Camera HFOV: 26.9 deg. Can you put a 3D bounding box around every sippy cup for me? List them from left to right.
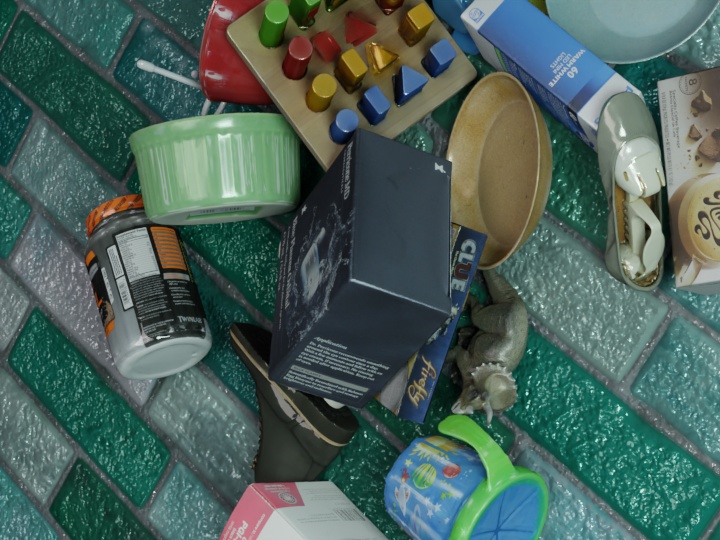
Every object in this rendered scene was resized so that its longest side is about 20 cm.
[{"bbox_3d":[0.097,0.234,1.509,0.130,0.139,0.179,29,98,37],"label":"sippy cup"}]

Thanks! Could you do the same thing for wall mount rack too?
[{"bbox_3d":[-0.175,-0.274,1.758,0.074,0.174,0.202,27,99,11],"label":"wall mount rack"}]

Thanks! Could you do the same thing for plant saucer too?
[{"bbox_3d":[0.146,-0.101,1.544,0.200,0.035,0.203,-177,90,-66],"label":"plant saucer"},{"bbox_3d":[0.282,-0.297,1.504,0.199,0.039,0.203,-9,72,30],"label":"plant saucer"}]

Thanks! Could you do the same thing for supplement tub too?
[{"bbox_3d":[-0.259,0.019,1.808,0.122,0.122,0.202,-32,65,28],"label":"supplement tub"}]

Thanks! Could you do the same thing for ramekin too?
[{"bbox_3d":[-0.160,-0.111,1.714,0.198,0.199,0.099,-9,85,34],"label":"ramekin"}]

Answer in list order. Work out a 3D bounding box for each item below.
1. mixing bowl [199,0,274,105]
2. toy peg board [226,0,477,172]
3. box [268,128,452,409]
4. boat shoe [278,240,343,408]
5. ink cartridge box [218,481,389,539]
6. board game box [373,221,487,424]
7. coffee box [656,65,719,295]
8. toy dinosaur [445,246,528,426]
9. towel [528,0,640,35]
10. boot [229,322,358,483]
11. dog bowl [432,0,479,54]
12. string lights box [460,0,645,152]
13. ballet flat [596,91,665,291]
[{"bbox_3d":[-0.089,-0.266,1.702,0.108,0.200,0.202,23,97,14],"label":"mixing bowl"},{"bbox_3d":[-0.004,-0.239,1.577,0.199,0.098,0.200,-36,87,-12],"label":"toy peg board"},{"bbox_3d":[0.000,0.000,1.545,0.200,0.116,0.198,-50,29,46],"label":"box"},{"bbox_3d":[-0.035,0.049,1.674,0.059,0.072,0.202,-26,73,24],"label":"boat shoe"},{"bbox_3d":[-0.030,0.314,1.582,0.200,0.146,0.083,41,108,33],"label":"ink cartridge box"},{"bbox_3d":[0.062,0.044,1.563,0.202,0.034,0.135,-71,20,4],"label":"board game box"},{"bbox_3d":[0.351,-0.086,1.406,0.112,0.079,0.202,-9,78,36],"label":"coffee box"},{"bbox_3d":[0.136,0.074,1.552,0.102,0.077,0.201,6,61,38],"label":"toy dinosaur"},{"bbox_3d":[0.200,-0.294,1.585,0.200,0.018,0.086,44,109,32],"label":"towel"},{"bbox_3d":[-0.107,0.167,1.709,0.200,0.077,0.139,46,114,32],"label":"boot"},{"bbox_3d":[0.085,-0.318,1.619,0.049,0.112,0.200,-36,58,-12],"label":"dog bowl"},{"bbox_3d":[0.197,-0.195,1.503,0.059,0.103,0.200,-46,65,0],"label":"string lights box"},{"bbox_3d":[0.265,-0.071,1.426,0.064,0.067,0.202,-133,30,-54],"label":"ballet flat"}]
